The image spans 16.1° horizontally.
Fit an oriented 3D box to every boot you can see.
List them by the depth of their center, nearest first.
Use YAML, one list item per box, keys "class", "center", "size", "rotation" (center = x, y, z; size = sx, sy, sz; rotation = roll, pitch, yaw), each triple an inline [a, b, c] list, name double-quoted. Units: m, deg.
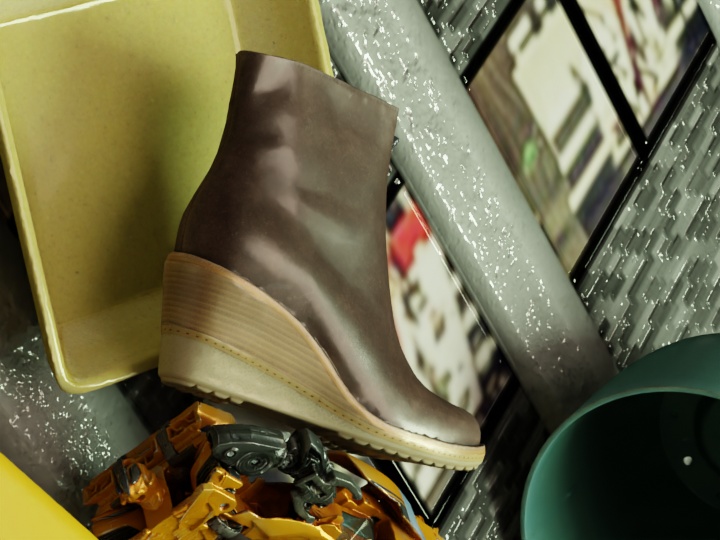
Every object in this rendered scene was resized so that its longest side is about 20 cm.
- class: "boot"
  center: [0.000, 0.000, 1.231]
  size: [0.200, 0.072, 0.167]
  rotation: [23, 77, -34]

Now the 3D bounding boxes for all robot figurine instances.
- class: "robot figurine"
  center: [-0.052, 0.129, 1.235]
  size: [0.200, 0.145, 0.058]
  rotation: [35, 26, -44]

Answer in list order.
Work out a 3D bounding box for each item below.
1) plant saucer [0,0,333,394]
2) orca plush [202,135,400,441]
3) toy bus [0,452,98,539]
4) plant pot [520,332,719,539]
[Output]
- class: "plant saucer"
  center: [-0.098, -0.062, 1.227]
  size: [0.200, 0.048, 0.201]
  rotation: [-19, 102, -40]
- class: "orca plush"
  center: [-0.038, 0.019, 1.326]
  size: [0.105, 0.071, 0.201]
  rotation: [7, 64, -6]
- class: "toy bus"
  center: [-0.167, 0.120, 1.085]
  size: [0.200, 0.078, 0.065]
  rotation: [55, 44, -57]
- class: "plant pot"
  center: [0.214, 0.129, 1.514]
  size: [0.161, 0.200, 0.201]
  rotation: [-45, 121, -59]
